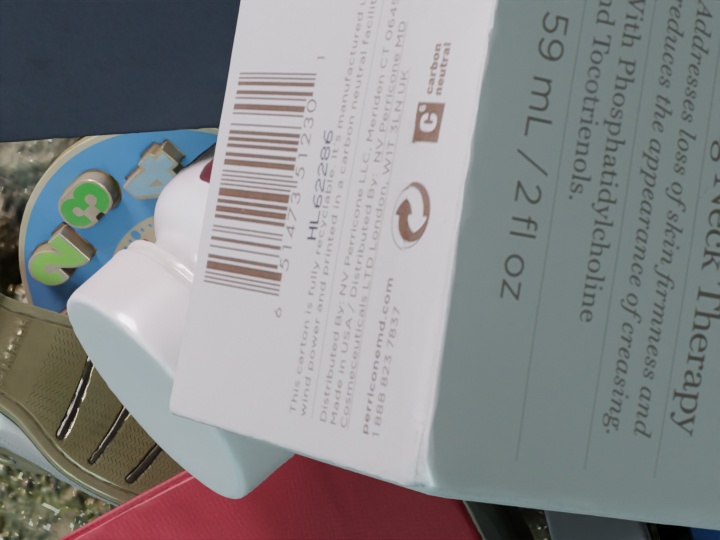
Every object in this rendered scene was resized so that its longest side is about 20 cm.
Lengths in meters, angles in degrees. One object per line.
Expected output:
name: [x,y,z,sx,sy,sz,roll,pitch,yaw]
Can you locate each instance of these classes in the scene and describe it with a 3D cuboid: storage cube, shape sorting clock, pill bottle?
storage cube: [-0.011,0.159,1.010,0.179,0.200,0.171,-29,79,6]
shape sorting clock: [-0.069,0.016,1.118,0.200,0.039,0.200,13,132,15]
pill bottle: [-0.003,-0.016,0.880,0.114,0.200,0.114,43,162,18]

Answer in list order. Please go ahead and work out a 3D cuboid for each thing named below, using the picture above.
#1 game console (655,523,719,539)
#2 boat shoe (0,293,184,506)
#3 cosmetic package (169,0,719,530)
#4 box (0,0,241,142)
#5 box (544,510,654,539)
game console: [0.219,0.078,0.982,0.170,0.118,0.200,-2,127,26]
boat shoe: [-0.154,0.059,1.134,0.200,0.075,0.068,31,157,0]
cosmetic package: [0.072,-0.012,0.759,0.200,0.168,0.166,9,179,-30]
box: [-0.090,-0.141,0.898,0.200,0.182,0.104,-2,126,27]
box: [0.106,0.117,1.014,0.041,0.200,0.156,-17,122,6]
